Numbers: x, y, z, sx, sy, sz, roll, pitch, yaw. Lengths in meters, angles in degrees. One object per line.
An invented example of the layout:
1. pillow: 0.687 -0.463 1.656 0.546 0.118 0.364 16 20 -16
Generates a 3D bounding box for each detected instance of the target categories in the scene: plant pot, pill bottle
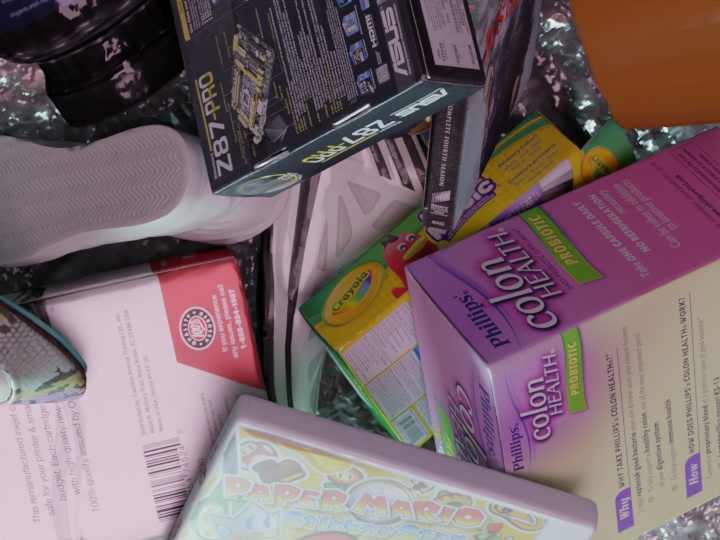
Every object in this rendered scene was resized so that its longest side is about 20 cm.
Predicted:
1. plant pot: 0.207 -0.160 1.150 0.183 0.200 0.201 -15 114 16
2. pill bottle: -0.167 -0.178 1.122 0.112 0.112 0.200 -29 112 5

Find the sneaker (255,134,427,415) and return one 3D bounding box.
1. sneaker: 0.000 0.000 1.235 0.115 0.076 0.201 1 109 -6

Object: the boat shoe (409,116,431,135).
1. boat shoe: 0.042 -0.171 1.181 0.071 0.069 0.201 16 91 11

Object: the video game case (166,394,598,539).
1. video game case: -0.001 0.158 1.167 0.199 0.023 0.182 18 130 -12

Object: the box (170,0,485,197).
1. box: -0.029 -0.154 1.060 0.049 0.201 0.161 0 161 -46

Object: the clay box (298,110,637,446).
1. clay box: 0.072 -0.001 1.223 0.200 0.048 0.115 -40 139 -6

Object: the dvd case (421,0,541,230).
1. dvd case: 0.070 -0.139 1.123 0.022 0.146 0.200 15 133 13

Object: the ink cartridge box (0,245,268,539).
1. ink cartridge box: -0.152 0.079 1.200 0.199 0.083 0.147 -12 97 -6

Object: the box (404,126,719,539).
1. box: 0.141 0.048 1.195 0.200 0.097 0.176 -25 133 -15

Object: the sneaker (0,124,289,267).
1. sneaker: -0.135 -0.036 1.195 0.199 0.115 0.074 -2 85 35

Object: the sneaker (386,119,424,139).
1. sneaker: -0.024 -0.143 1.137 0.074 0.200 0.081 7 138 -47

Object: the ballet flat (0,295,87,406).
1. ballet flat: -0.221 0.022 1.085 0.069 0.071 0.200 -14 131 41
